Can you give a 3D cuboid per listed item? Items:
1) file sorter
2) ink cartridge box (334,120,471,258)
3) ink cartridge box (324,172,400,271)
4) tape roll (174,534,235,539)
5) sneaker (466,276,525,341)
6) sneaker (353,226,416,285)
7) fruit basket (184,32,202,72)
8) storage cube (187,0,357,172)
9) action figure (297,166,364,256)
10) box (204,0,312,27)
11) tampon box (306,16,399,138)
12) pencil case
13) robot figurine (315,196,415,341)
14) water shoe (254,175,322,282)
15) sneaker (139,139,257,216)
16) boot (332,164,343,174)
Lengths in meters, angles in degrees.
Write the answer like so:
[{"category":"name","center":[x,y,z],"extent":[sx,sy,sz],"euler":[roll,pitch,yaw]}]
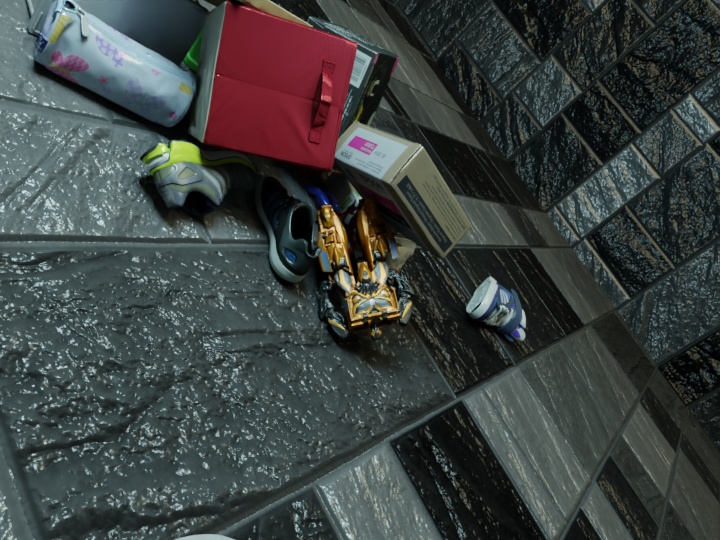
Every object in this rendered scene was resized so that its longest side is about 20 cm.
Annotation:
[{"category":"file sorter","center":[-0.339,-0.378,0.834],"extent":[0.198,0.139,0.126],"euler":[14,39,-50]},{"category":"ink cartridge box","center":[0.056,-0.126,0.913],"extent":[0.165,0.075,0.199],"euler":[48,-5,-36]},{"category":"ink cartridge box","center":[0.018,-0.096,1.125],"extent":[0.108,0.050,0.203],"euler":[11,45,-51]},{"category":"tape roll","center":[-0.110,0.293,0.403],"extent":[0.199,0.066,0.203],"euler":[37,28,-24]},{"category":"sneaker","center":[0.308,0.098,1.297],"extent":[0.147,0.081,0.200],"euler":[46,21,2]},{"category":"sneaker","center":[0.036,-0.006,1.016],"extent":[0.199,0.074,0.119],"euler":[7,88,-65]},{"category":"fruit basket","center":[-0.193,-0.358,1.068],"extent":[0.214,0.214,0.158],"euler":[40,66,-19]},{"category":"storage cube","center":[-0.129,-0.246,0.828],"extent":[0.175,0.176,0.200],"euler":[8,13,-26]},{"category":"action figure","center":[-0.036,-0.122,1.030],"extent":[0.064,0.099,0.204],"euler":[12,47,-48]},{"category":"box","center":[-0.174,-0.364,0.804],"extent":[0.160,0.022,0.199],"euler":[24,15,16]},{"category":"tampon box","center":[-0.032,-0.324,1.026],"extent":[0.124,0.152,0.200],"euler":[29,22,5]},{"category":"pencil case","center":[-0.313,-0.267,0.781],"extent":[0.198,0.090,0.085],"euler":[25,35,-42]},{"category":"robot figurine","center":[0.000,0.000,0.867],"extent":[0.058,0.141,0.205],"euler":[101,-24,-67]},{"category":"water shoe","center":[-0.099,-0.076,0.882],"extent":[0.071,0.079,0.203],"euler":[21,38,-43]},{"category":"sneaker","center":[-0.203,-0.112,0.796],"extent":[0.199,0.072,0.083],"euler":[-9,82,-62]},{"category":"boot","center":[-0.075,-0.230,1.059],"extent":[0.196,0.075,0.155],"euler":[24,19,4]}]
